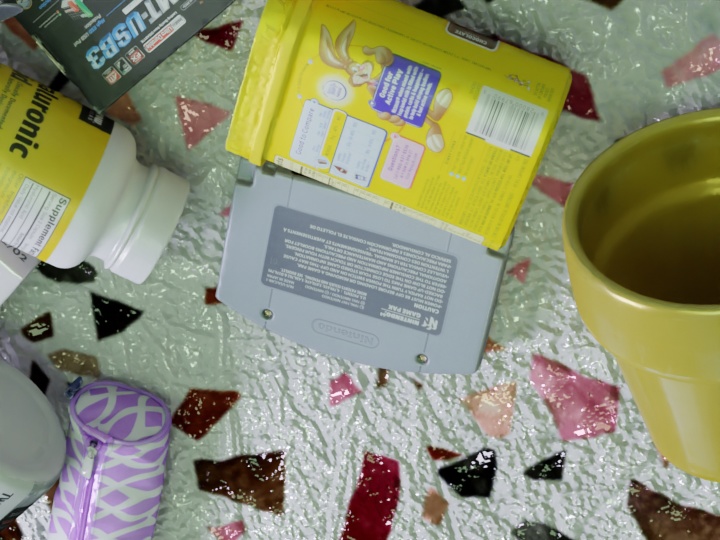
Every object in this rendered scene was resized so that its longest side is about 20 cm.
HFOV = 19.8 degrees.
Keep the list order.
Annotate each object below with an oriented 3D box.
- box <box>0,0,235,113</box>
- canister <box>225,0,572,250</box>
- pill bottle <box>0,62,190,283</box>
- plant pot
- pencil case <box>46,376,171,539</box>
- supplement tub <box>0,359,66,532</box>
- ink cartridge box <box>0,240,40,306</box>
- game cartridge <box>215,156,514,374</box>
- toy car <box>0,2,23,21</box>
[{"bbox_3d":[-0.167,-0.240,1.376,0.200,0.050,0.199,-36,103,27],"label":"box"},{"bbox_3d":[0.025,-0.107,1.359,0.199,0.087,0.149,22,137,1],"label":"canister"},{"bbox_3d":[-0.225,-0.070,1.435,0.199,0.112,0.112,27,121,-13],"label":"pill bottle"},{"bbox_3d":[0.240,0.028,1.329,0.199,0.201,0.190,-1,130,16],"label":"plant pot"},{"bbox_3d":[-0.197,0.182,1.577,0.083,0.086,0.201,16,120,7],"label":"pencil case"},{"bbox_3d":[-0.322,0.162,1.533,0.123,0.123,0.200,44,115,-9],"label":"supplement tub"},{"bbox_3d":[-0.310,-0.010,1.520,0.115,0.068,0.200,41,119,-8],"label":"ink cartridge box"},{"bbox_3d":[0.000,0.000,1.461,0.199,0.042,0.134,16,123,7],"label":"game cartridge"},{"bbox_3d":[-0.324,-0.192,1.343,0.199,0.164,0.159,7,97,-21],"label":"toy car"}]
